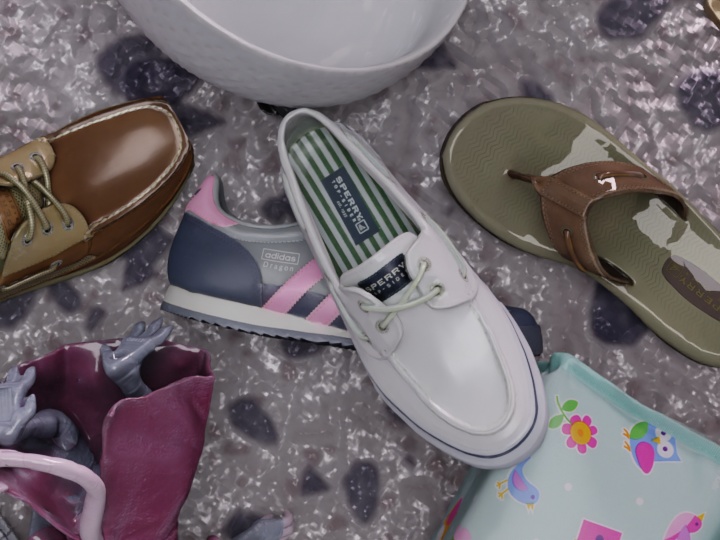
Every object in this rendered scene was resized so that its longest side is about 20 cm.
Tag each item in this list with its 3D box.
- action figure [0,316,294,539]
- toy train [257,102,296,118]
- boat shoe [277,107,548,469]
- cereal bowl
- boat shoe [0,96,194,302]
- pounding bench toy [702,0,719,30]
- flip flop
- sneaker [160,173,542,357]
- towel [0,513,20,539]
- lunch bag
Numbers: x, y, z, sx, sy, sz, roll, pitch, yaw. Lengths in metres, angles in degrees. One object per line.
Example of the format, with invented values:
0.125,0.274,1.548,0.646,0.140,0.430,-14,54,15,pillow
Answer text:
-0.110,0.131,0.955,0.133,0.149,0.202,-2,118,8,action figure
-0.089,-0.168,1.032,0.046,0.034,0.200,-39,88,-14,toy train
0.014,0.008,0.930,0.073,0.067,0.200,-39,68,3,boat shoe
-0.047,-0.165,0.982,0.198,0.083,0.202,12,61,-22,cereal bowl
-0.176,-0.023,1.002,0.199,0.074,0.076,-32,87,-2,boat shoe
0.239,-0.166,0.973,0.124,0.156,0.200,-41,87,-2,pounding bench toy
0.132,-0.022,1.011,0.199,0.058,0.081,38,87,2,flip flop
0.000,0.000,1.003,0.198,0.070,0.083,9,88,-1,sneaker
-0.270,0.150,0.984,0.165,0.086,0.201,-36,87,-2,towel
0.136,0.161,0.967,0.199,0.122,0.171,31,81,-2,lunch bag
